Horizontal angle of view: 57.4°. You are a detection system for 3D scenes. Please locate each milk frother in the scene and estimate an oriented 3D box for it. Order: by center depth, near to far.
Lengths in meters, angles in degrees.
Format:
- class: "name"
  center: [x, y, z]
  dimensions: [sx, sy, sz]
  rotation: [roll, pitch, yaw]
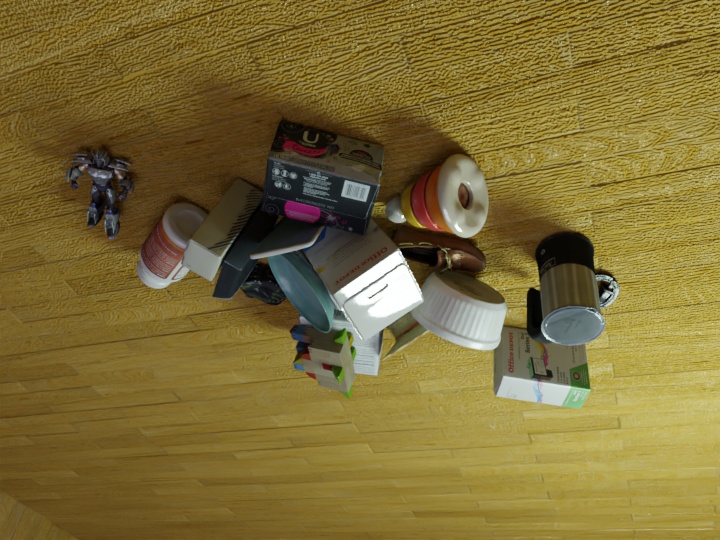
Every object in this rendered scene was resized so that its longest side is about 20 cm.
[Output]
- class: "milk frother"
  center: [0.437, 0.061, 1.295]
  dimensions: [0.197, 0.190, 0.182]
  rotation: [11, 139, -1]

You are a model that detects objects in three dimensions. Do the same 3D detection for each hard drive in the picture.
- class: "hard drive"
  center: [-0.220, -0.042, 1.294]
  dimensions: [0.042, 0.201, 0.135]
  rotation: [28, 138, -3]

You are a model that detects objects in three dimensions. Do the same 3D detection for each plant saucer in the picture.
- class: "plant saucer"
  center: [-0.113, 0.035, 1.329]
  dimensions: [0.200, 0.036, 0.201]
  rotation: [44, 158, 23]

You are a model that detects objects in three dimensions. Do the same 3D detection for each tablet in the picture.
- class: "tablet"
  center: [-0.120, -0.076, 1.248]
  dimensions: [0.129, 0.200, 0.014]
  rotation: [-12, 113, 19]

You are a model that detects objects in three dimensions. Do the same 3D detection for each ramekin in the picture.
- class: "ramekin"
  center: [0.208, 0.073, 1.356]
  dimensions: [0.200, 0.203, 0.095]
  rotation: [17, 107, -9]

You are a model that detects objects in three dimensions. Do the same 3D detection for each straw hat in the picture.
- class: "straw hat"
  center: [0.110, 0.116, 1.491]
  dimensions: [0.201, 0.200, 0.086]
  rotation: [-40, 77, 41]

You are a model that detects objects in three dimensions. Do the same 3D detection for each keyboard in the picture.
- class: "keyboard"
  center: [-0.106, 0.002, 1.360]
  dimensions: [0.201, 0.011, 0.056]
  rotation: [54, 163, -13]

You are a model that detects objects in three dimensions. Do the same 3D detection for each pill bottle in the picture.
- class: "pill bottle"
  center: [-0.399, -0.046, 1.395]
  dimensions: [0.111, 0.113, 0.200]
  rotation: [30, 134, -22]

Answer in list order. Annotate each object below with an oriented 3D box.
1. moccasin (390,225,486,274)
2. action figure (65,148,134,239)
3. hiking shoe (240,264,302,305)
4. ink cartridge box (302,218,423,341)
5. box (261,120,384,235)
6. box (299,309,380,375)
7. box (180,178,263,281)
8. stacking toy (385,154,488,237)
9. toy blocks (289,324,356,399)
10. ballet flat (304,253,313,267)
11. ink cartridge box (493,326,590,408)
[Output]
- class: "moccasin"
  center: [0.157, -0.032, 1.328]
  dimensions: [0.199, 0.078, 0.074]
  rotation: [19, 138, -10]
- class: "action figure"
  center: [-0.518, -0.163, 1.323]
  dimensions: [0.129, 0.070, 0.201]
  rotation: [17, 135, -1]
- class: "hiking shoe"
  center: [-0.180, 0.034, 1.483]
  dimensions: [0.197, 0.076, 0.101]
  rotation: [5, 148, 18]
- class: "ink cartridge box"
  center: [0.000, 0.000, 1.268]
  dimensions: [0.146, 0.200, 0.145]
  rotation: [-34, 129, -2]
- class: "box"
  center: [-0.067, -0.169, 1.193]
  dimensions: [0.197, 0.116, 0.133]
  rotation: [12, 137, -5]
- class: "box"
  center: [-0.039, 0.139, 1.536]
  dimensions: [0.181, 0.106, 0.201]
  rotation: [6, 138, 5]
- class: "box"
  center: [-0.259, -0.081, 1.256]
  dimensions: [0.068, 0.201, 0.082]
  rotation: [29, 137, -5]
- class: "stacking toy"
  center: [0.124, -0.128, 1.222]
  dimensions: [0.198, 0.147, 0.146]
  rotation: [-4, 141, 44]
- class: "toy blocks"
  center: [-0.090, 0.198, 1.475]
  dimensions: [0.135, 0.101, 0.201]
  rotation: [10, 139, 18]
- class: "ballet flat"
  center: [-0.086, -0.023, 1.389]
  dimensions: [0.067, 0.073, 0.201]
  rotation: [1, 138, 17]
- class: "ink cartridge box"
  center: [0.411, 0.220, 1.508]
  dimensions: [0.197, 0.146, 0.085]
  rotation: [8, 138, 2]
